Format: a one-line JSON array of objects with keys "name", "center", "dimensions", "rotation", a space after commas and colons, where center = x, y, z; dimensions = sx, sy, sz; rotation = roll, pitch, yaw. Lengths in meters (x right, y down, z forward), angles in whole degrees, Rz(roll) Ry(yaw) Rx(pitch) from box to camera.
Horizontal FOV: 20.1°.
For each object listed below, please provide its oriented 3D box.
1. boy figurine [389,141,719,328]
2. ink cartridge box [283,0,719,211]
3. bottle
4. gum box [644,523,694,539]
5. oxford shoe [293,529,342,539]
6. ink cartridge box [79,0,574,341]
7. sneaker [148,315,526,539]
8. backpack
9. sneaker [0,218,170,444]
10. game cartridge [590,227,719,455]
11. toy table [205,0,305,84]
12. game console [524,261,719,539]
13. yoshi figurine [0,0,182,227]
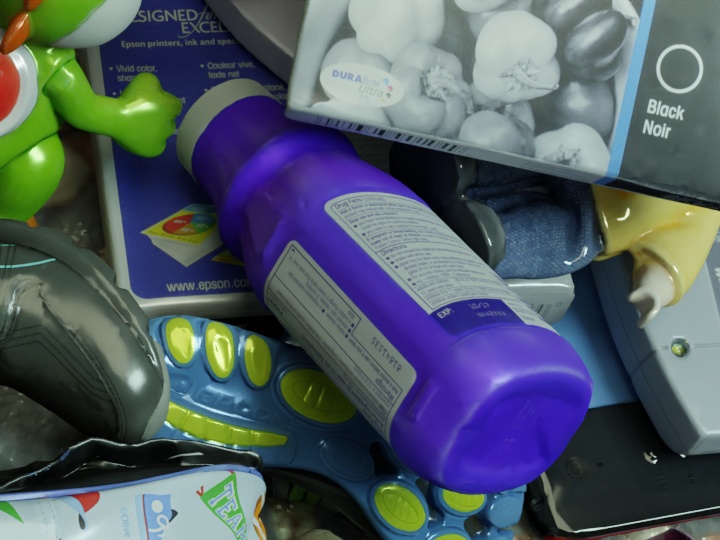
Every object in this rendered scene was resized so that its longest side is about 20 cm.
[{"name": "boy figurine", "center": [0.113, -0.040, 0.848], "dimensions": [0.198, 0.064, 0.125], "rotation": [-13, 82, -27]}, {"name": "ink cartridge box", "center": [0.086, -0.136, 0.761], "dimensions": [0.196, 0.043, 0.202], "rotation": [11, 89, -4]}, {"name": "bottle", "center": [0.000, 0.000, 0.772], "dimensions": [0.083, 0.066, 0.200], "rotation": [8, 31, -50]}, {"name": "gum box", "center": [0.063, 0.184, 0.700], "dimensions": [0.114, 0.199, 0.066], "rotation": [54, 23, -12]}, {"name": "oxford shoe", "center": [0.037, 0.179, 0.786], "dimensions": [0.201, 0.070, 0.075], "rotation": [52, 24, -7]}, {"name": "ink cartridge box", "center": [-0.021, -0.066, 0.890], "dimensions": [0.196, 0.047, 0.202], "rotation": [-3, 60, -13]}, {"name": "sneaker", "center": [-0.017, 0.064, 0.819], "dimensions": [0.198, 0.083, 0.071], "rotation": [23, 86, -23]}, {"name": "backpack", "center": [-0.117, 0.130, 0.689], "dimensions": [0.189, 0.200, 0.156], "rotation": [-13, 82, -22]}, {"name": "sneaker", "center": [-0.159, 0.010, 0.728], "dimensions": [0.199, 0.076, 0.079], "rotation": [33, 48, 11]}, {"name": "game cartridge", "center": [0.168, -0.016, 0.913], "dimensions": [0.132, 0.041, 0.202], "rotation": [0, 65, -20]}, {"name": "toy table", "center": [0.000, -0.165, 0.859], "dimensions": [0.199, 0.117, 0.184], "rotation": [38, 60, 12]}, {"name": "game console", "center": [0.136, 0.017, 0.921], "dimensions": [0.175, 0.031, 0.202], "rotation": [-6, 66, -22]}, {"name": "yoshi figurine", "center": [-0.124, -0.097, 0.797], "dimensions": [0.112, 0.200, 0.113], "rotation": [9, 43, -36]}]
